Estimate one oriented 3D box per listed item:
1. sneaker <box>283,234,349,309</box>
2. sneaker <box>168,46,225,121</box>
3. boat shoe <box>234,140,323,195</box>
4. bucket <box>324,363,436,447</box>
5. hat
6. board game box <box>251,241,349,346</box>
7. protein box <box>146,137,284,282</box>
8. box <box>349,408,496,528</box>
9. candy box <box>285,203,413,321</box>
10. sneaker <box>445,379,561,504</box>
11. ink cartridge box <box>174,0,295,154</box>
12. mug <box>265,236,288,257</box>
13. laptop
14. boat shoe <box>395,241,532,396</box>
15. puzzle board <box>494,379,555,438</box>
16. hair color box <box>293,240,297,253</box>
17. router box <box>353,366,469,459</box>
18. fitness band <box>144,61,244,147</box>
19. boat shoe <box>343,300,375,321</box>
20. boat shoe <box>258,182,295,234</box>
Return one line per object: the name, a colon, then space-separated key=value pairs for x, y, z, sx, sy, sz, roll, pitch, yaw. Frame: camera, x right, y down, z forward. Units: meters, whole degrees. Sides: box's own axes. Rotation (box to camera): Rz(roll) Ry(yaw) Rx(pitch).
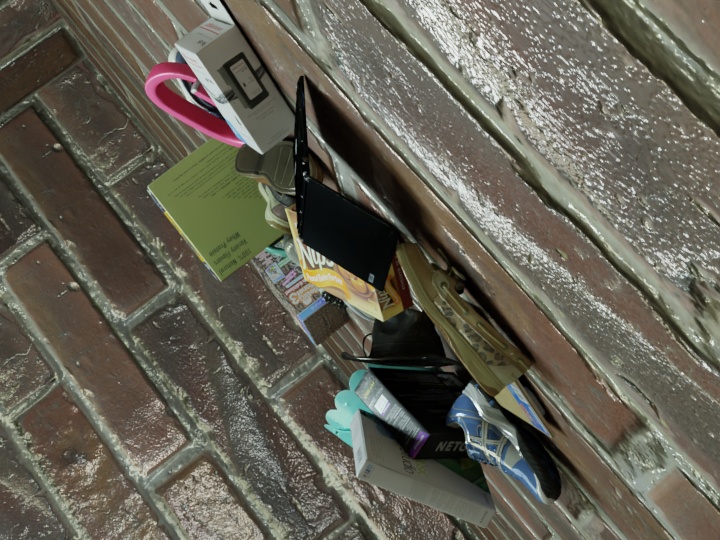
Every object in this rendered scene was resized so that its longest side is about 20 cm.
sneaker: x=-0.066 y=-0.008 z=1.941 sx=0.200 sy=0.072 sz=0.073 roll=50 pitch=-152 yaw=-30
sneaker: x=-0.221 y=-0.263 z=1.647 sx=0.085 sy=0.075 sz=0.200 roll=35 pitch=168 yaw=35
boat shoe: x=-0.102 y=-0.147 z=1.541 sx=0.068 sy=0.072 sz=0.200 roll=18 pitch=-175 yaw=-38
bucket: x=0.055 y=0.232 z=1.808 sx=0.135 sy=0.207 sz=0.207 roll=39 pitch=168 yaw=19
hat: x=0.069 y=0.093 z=1.487 sx=0.201 sy=0.200 sz=0.081 roll=125 pitch=151 yaw=-81
board game box: x=-0.132 y=0.043 z=2.371 sx=0.200 sy=0.097 sz=0.159 roll=49 pitch=171 yaw=25
protein box: x=-0.226 y=-0.120 z=1.835 sx=0.200 sy=0.199 sz=0.135 roll=53 pitch=172 yaw=-8
box: x=0.084 y=0.272 z=1.486 sx=0.200 sy=0.036 sz=0.144 roll=25 pitch=-163 yaw=-14
candy box: x=-0.017 y=-0.020 z=1.420 sx=0.200 sy=0.055 sz=0.116 roll=27 pitch=137 yaw=53
sneaker: x=0.192 y=0.239 z=1.433 sx=0.076 sy=0.077 sz=0.200 roll=32 pitch=-165 yaw=-53
ink cartridge box: x=-0.172 y=-0.259 z=1.397 sx=0.200 sy=0.068 sz=0.116 roll=57 pitch=170 yaw=-28
mug: x=-0.192 y=-0.106 z=1.999 sx=0.185 sy=0.114 sz=0.152 roll=44 pitch=168 yaw=48
laptop: x=-0.022 y=-0.097 z=1.255 sx=0.177 sy=0.103 sz=0.200 roll=104 pitch=163 yaw=-66
boat shoe: x=0.112 y=0.044 z=1.198 sx=0.200 sy=0.063 sz=0.073 roll=55 pitch=-173 yaw=6
puzzle board: x=0.160 y=0.110 z=1.329 sx=0.200 sy=0.017 sz=0.151 roll=54 pitch=171 yaw=-19
hair color box: x=-0.059 y=-0.033 z=1.768 sx=0.099 sy=0.061 sz=0.200 roll=51 pitch=172 yaw=5
router box: x=0.108 y=0.207 z=1.560 sx=0.200 sy=0.051 sz=0.149 roll=9 pitch=-152 yaw=-46
fitness band: x=-0.220 y=-0.237 z=1.569 sx=0.200 sy=0.037 sz=0.144 roll=29 pitch=160 yaw=-27
boat shoe: x=0.004 y=-0.003 z=1.549 sx=0.086 sy=0.075 sz=0.202 roll=30 pitch=147 yaw=60
boat shoe: x=-0.115 y=-0.124 z=1.682 sx=0.072 sy=0.066 sz=0.201 roll=24 pitch=-158 yaw=-18
